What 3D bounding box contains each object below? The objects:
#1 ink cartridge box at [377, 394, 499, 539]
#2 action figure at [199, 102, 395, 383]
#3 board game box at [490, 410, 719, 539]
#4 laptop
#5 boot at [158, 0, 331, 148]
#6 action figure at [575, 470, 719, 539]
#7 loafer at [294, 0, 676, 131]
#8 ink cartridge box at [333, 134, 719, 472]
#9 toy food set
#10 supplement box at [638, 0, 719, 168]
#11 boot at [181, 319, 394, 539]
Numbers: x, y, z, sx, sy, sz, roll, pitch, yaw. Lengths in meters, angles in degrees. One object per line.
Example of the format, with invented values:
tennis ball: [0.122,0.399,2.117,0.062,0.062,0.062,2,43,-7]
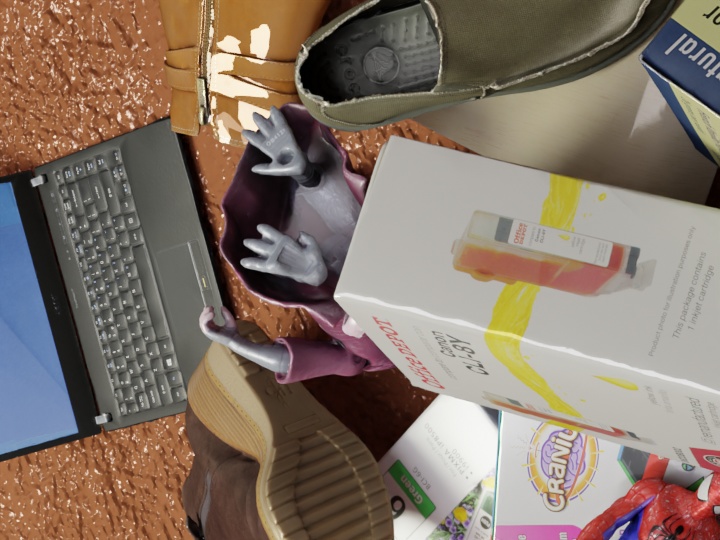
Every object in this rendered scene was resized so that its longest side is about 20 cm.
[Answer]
ink cartridge box: [0.042,0.157,1.134,0.109,0.050,0.200,51,122,17]
action figure: [0.000,0.000,1.073,0.149,0.200,0.134,22,70,31]
board game box: [0.165,0.112,1.004,0.200,0.040,0.153,8,104,18]
laptop: [-0.191,0.020,1.250,0.200,0.103,0.177,-16,90,38]
boot: [-0.037,-0.139,1.127,0.200,0.074,0.155,15,107,47]
action figure: [0.106,0.168,0.966,0.065,0.099,0.200,44,109,5]
loafer: [0.055,-0.112,0.961,0.200,0.070,0.075,-22,91,19]
ink cartridge box: [0.106,0.021,0.915,0.200,0.145,0.083,15,75,21]
toy food set: [0.107,-0.120,1.032,0.200,0.060,0.144,30,110,37]
supplement box: [0.260,-0.088,0.825,0.200,0.134,0.200,40,93,23]
boot: [-0.045,0.143,1.150,0.166,0.072,0.200,104,146,-47]
